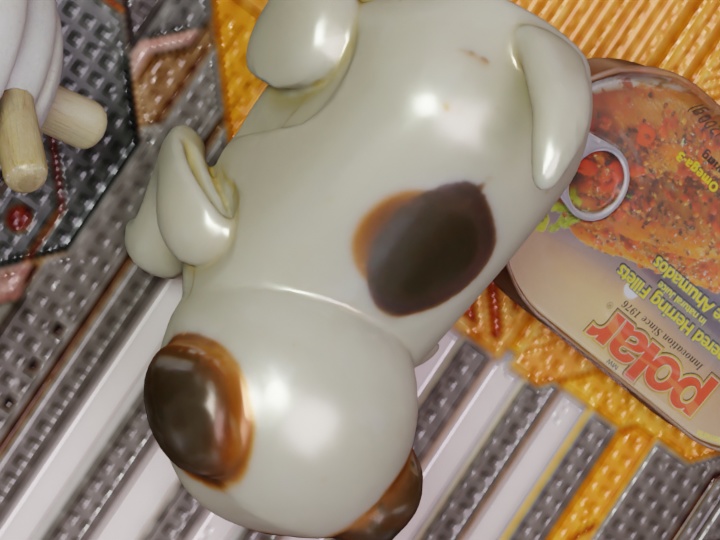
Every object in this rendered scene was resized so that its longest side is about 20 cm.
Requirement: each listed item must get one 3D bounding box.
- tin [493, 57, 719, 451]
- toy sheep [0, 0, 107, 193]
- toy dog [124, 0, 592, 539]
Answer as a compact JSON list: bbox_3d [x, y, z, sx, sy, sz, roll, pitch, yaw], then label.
[{"bbox_3d":[0.126,-0.005,1.190,0.200,0.042,0.112,39,81,-30],"label":"tin"},{"bbox_3d":[-0.163,-0.076,0.967,0.200,0.138,0.138,29,90,-43],"label":"toy sheep"},{"bbox_3d":[0.000,0.000,1.043,0.139,0.194,0.200,31,83,-43],"label":"toy dog"}]
